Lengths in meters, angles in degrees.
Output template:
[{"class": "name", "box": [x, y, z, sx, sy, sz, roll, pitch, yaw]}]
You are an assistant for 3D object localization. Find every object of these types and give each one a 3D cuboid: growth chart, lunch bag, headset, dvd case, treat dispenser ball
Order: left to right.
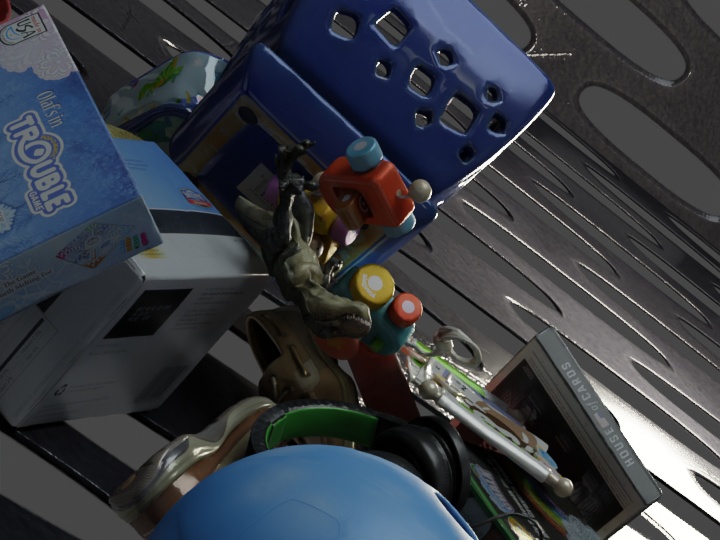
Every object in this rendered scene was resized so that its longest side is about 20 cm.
[{"class": "lunch bag", "box": [-0.109, -0.074, 1.770, 0.200, 0.160, 0.083, 38, 53, -27]}, {"class": "treat dispenser ball", "box": [-0.024, 0.190, 1.145, 0.201, 0.201, 0.201, 39, 15, -13]}, {"class": "headset", "box": [0.021, 0.147, 1.364, 0.199, 0.095, 0.123, 23, 26, 20]}, {"class": "growth chart", "box": [0.086, 0.102, 1.601, 0.144, 0.018, 0.200, 35, 6, -10]}, {"class": "dvd case", "box": [0.139, 0.150, 1.720, 0.025, 0.200, 0.151, -25, 75, -33]}]

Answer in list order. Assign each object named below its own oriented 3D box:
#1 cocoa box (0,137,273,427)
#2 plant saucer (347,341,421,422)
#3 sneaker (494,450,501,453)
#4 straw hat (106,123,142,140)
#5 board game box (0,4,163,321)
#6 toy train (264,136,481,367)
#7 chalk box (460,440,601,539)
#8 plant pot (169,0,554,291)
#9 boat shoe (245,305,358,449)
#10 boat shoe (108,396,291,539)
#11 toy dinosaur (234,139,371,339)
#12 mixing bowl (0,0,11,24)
[{"class": "cocoa box", "box": [-0.172, 0.003, 1.417, 0.131, 0.133, 0.200, 47, 15, 14]}, {"class": "plant saucer", "box": [0.023, 0.103, 1.705, 0.200, 0.036, 0.201, -112, -179, -57]}, {"class": "sneaker", "box": [0.127, 0.235, 1.682, 0.076, 0.081, 0.201, -2, 56, -22]}, {"class": "straw hat", "box": [-0.197, -0.069, 1.649, 0.201, 0.085, 0.201, 40, 14, -12]}, {"class": "board game box", "box": [-0.235, -0.044, 1.266, 0.200, 0.198, 0.044, 58, -9, 45]}, {"class": "toy train", "box": [0.000, 0.000, 1.504, 0.150, 0.056, 0.201, 13, -41, 41]}, {"class": "chalk box", "box": [0.069, 0.201, 1.524, 0.199, 0.124, 0.125, 22, 26, -52]}, {"class": "plant pot", "box": [-0.012, -0.105, 1.615, 0.200, 0.200, 0.180, 43, 57, -6]}, {"class": "boat shoe", "box": [-0.044, 0.096, 1.656, 0.064, 0.072, 0.200, 0, 31, -14]}, {"class": "boat shoe", "box": [-0.088, 0.136, 1.406, 0.072, 0.076, 0.200, 48, 24, 6]}, {"class": "toy dinosaur", "box": [-0.046, -0.031, 1.445, 0.047, 0.089, 0.200, -4, 30, -23]}, {"class": "mixing bowl", "box": [-0.353, -0.199, 1.560, 0.200, 0.108, 0.200, 39, 15, -12]}]
